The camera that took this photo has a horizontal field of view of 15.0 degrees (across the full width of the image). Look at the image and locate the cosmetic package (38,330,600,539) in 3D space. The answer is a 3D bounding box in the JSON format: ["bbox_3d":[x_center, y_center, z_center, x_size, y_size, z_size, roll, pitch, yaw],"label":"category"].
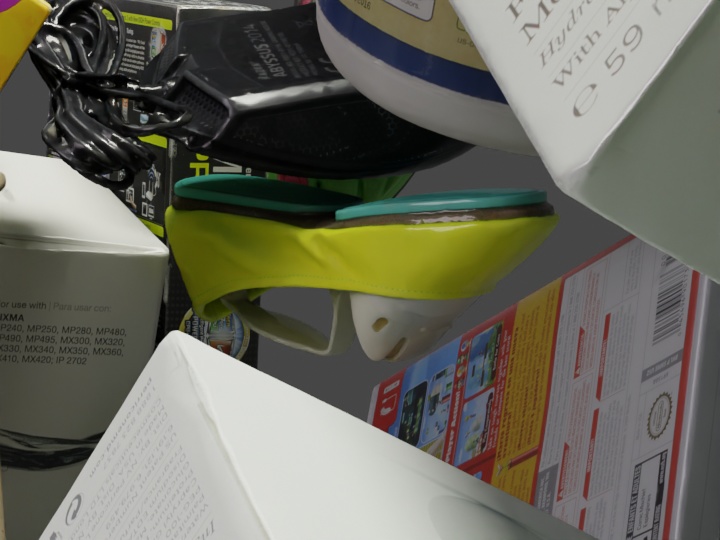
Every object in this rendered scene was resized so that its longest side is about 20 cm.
[{"bbox_3d":[0.024,0.142,0.670,0.123,0.199,0.200,-58,24,10],"label":"cosmetic package"}]

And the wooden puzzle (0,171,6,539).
[{"bbox_3d":[-0.187,0.071,1.081,0.185,0.046,0.202,164,108,-64],"label":"wooden puzzle"}]

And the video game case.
[{"bbox_3d":[0.054,0.069,0.906,0.200,0.017,0.144,-33,38,49],"label":"video game case"}]

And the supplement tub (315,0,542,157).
[{"bbox_3d":[0.068,-0.152,0.874,0.145,0.143,0.201,-111,27,-59],"label":"supplement tub"}]

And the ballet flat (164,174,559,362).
[{"bbox_3d":[0.000,0.000,1.026,0.199,0.067,0.068,4,99,47],"label":"ballet flat"}]

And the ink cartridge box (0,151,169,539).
[{"bbox_3d":[-0.152,0.061,1.166,0.145,0.084,0.201,-140,57,-62],"label":"ink cartridge box"}]

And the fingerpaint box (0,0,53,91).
[{"bbox_3d":[-0.199,-0.058,1.052,0.167,0.073,0.200,-57,14,2],"label":"fingerpaint box"}]

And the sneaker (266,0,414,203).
[{"bbox_3d":[0.004,-0.103,1.138,0.084,0.076,0.201,96,-175,-68],"label":"sneaker"}]

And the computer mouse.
[{"bbox_3d":[-0.026,-0.066,1.041,0.139,0.198,0.053,-114,20,-59],"label":"computer mouse"}]

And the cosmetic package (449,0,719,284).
[{"bbox_3d":[0.135,-0.090,0.721,0.165,0.164,0.200,-55,25,16],"label":"cosmetic package"}]

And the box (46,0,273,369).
[{"bbox_3d":[-0.093,-0.042,1.205,0.200,0.044,0.162,-161,73,-67],"label":"box"}]
